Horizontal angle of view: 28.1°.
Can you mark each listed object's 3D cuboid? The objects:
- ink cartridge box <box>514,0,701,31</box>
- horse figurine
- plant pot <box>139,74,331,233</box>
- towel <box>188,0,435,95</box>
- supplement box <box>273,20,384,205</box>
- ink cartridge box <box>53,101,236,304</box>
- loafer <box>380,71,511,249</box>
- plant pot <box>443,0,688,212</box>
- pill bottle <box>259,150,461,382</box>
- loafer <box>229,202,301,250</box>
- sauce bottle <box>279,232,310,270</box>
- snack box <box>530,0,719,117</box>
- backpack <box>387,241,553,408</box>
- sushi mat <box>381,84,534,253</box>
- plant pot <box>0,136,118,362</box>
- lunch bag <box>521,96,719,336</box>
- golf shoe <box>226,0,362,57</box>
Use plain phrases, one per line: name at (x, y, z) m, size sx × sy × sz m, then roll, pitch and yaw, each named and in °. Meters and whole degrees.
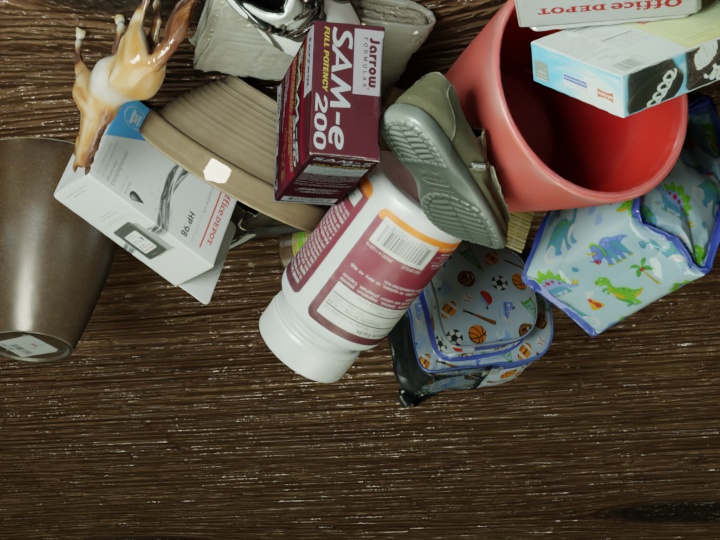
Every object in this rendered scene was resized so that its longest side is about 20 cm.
ink cartridge box at (0.179, -0.272, 1.070) m, size 0.146 × 0.083 × 0.200 m, roll -3°, pitch 156°, yaw 11°
horse figurine at (-0.202, -0.180, 1.239) m, size 0.050 × 0.133 × 0.200 m, roll 20°, pitch 150°, yaw -36°
plant pot at (-0.101, -0.123, 1.361) m, size 0.200 × 0.093 × 0.201 m, roll 29°, pitch -172°, yaw -4°
towel at (-0.047, -0.209, 1.289) m, size 0.199 × 0.035 × 0.133 m, roll 7°, pitch 156°, yaw -16°
supplement box at (-0.029, -0.124, 1.188) m, size 0.061 × 0.109 × 0.200 m, roll 3°, pitch 171°, yaw -11°
ink cartridge box at (-0.193, -0.070, 1.444) m, size 0.200 × 0.116 × 0.067 m, roll 38°, pitch 139°, yaw -27°
loafer at (0.083, -0.087, 1.175) m, size 0.075 × 0.070 × 0.200 m, roll 18°, pitch 158°, yaw 31°
plant pot at (0.157, -0.139, 1.264) m, size 0.200 × 0.201 × 0.177 m, roll 12°, pitch 165°, yaw -23°
pill bottle at (0.000, 0.000, 1.318) m, size 0.114 × 0.114 × 0.200 m, roll 20°, pitch 118°, yaw -36°
loafer at (-0.130, -0.074, 1.567) m, size 0.199 × 0.073 × 0.071 m, roll -13°, pitch 143°, yaw 19°
sauce bottle at (0.006, -0.037, 1.638) m, size 0.199 × 0.065 × 0.065 m, roll -12°, pitch 153°, yaw 24°
snack box at (0.249, -0.181, 1.143) m, size 0.199 × 0.116 × 0.037 m, roll -22°, pitch 121°, yaw -22°
backpack at (0.130, 0.048, 1.693) m, size 0.190 × 0.201 × 0.154 m, roll -1°, pitch 161°, yaw -28°
sushi mat at (0.092, -0.095, 1.375) m, size 0.199 × 0.096 × 0.012 m, roll 22°, pitch -177°, yaw -25°
plant pot at (-0.345, -0.010, 1.547) m, size 0.186 × 0.201 × 0.187 m, roll 1°, pitch 157°, yaw 1°
lunch bag at (0.263, -0.066, 1.399) m, size 0.127 × 0.200 × 0.170 m, roll 39°, pitch 141°, yaw -15°
golf shoe at (-0.063, -0.212, 1.161) m, size 0.078 × 0.095 × 0.200 m, roll -39°, pitch 132°, yaw 18°
